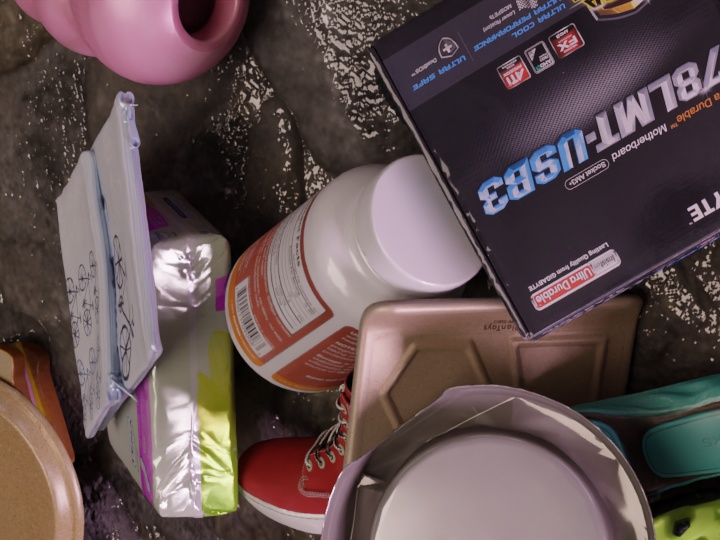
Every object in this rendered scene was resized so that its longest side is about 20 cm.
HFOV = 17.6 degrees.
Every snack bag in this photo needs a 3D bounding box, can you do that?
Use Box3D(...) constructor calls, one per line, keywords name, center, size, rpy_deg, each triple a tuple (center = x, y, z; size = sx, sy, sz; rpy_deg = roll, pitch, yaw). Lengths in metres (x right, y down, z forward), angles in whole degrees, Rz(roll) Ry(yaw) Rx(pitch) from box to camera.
Box3D(name="snack bag", center=(-0.173, 0.000, 1.577), size=(0.200, 0.021, 0.190), rpy_deg=(136, 129, -65))

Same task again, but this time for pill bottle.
Box3D(name="pill bottle", center=(0.000, 0.000, 1.470), size=(0.200, 0.112, 0.113), rpy_deg=(-34, 81, 57))

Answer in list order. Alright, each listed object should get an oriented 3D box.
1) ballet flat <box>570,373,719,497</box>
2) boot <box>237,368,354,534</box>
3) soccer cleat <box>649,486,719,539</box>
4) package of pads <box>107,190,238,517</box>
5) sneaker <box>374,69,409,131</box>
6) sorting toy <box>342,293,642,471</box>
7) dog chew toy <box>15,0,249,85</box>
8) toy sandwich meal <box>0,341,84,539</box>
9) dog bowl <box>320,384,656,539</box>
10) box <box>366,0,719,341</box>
Box3D(name="ballet flat", center=(0.171, 0.104, 1.409), size=(0.199, 0.070, 0.068), rpy_deg=(-12, 101, 24))
Box3D(name="boot", center=(-0.015, 0.109, 1.533), size=(0.199, 0.073, 0.145), rpy_deg=(3, 139, 32))
Box3D(name="soccer cleat", center=(0.156, 0.168, 1.426), size=(0.199, 0.081, 0.068), rpy_deg=(-20, 120, 6))
Box3D(name="package of pads", center=(-0.136, 0.054, 1.618), size=(0.154, 0.068, 0.202), rpy_deg=(-141, 49, -66))
Box3D(name="sneaker", center=(0.096, -0.072, 1.435), size=(0.201, 0.078, 0.066), rpy_deg=(52, 163, -7))
Box3D(name="sorting toy", center=(0.075, 0.102, 1.444), size=(0.037, 0.184, 0.202), rpy_deg=(-126, 39, -58))
Box3D(name="dog chew toy", center=(-0.168, -0.197, 1.580), size=(0.199, 0.124, 0.126), rpy_deg=(18, 114, 42))
Box3D(name="toy sandwich meal", center=(-0.276, 0.154, 1.808), size=(0.204, 0.070, 0.207), rpy_deg=(14, 115, 32))
Box3D(name="dog bowl", center=(0.078, 0.167, 1.365), size=(0.198, 0.059, 0.202), rpy_deg=(0, 88, 12))
Box3D(name="box", center=(0.136, -0.092, 1.347), size=(0.199, 0.050, 0.200), rpy_deg=(-29, 81, 10))
